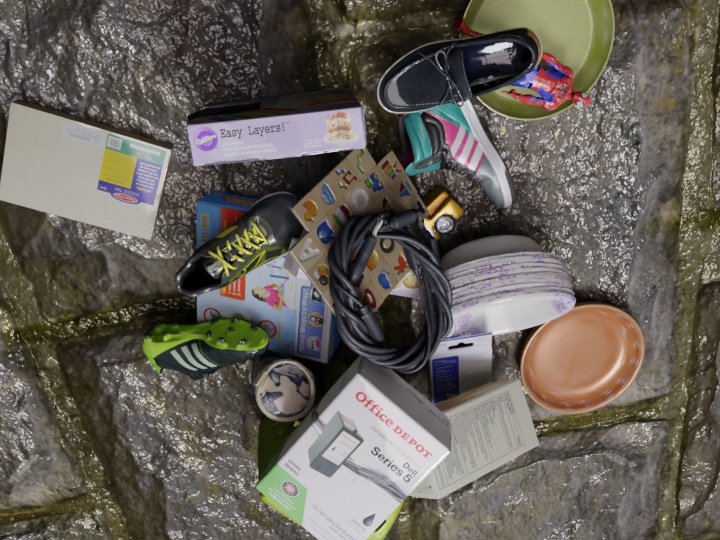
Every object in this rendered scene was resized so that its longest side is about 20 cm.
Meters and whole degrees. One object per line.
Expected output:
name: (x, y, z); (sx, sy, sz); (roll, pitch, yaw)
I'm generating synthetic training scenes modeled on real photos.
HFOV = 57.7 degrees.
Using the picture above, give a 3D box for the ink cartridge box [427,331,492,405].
ink cartridge box: (0.152, 0.164, 1.006); (0.094, 0.037, 0.200); (-8, 130, -1)

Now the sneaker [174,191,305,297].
sneaker: (-0.147, -0.021, 0.804); (0.200, 0.085, 0.075); (-35, 99, 25)

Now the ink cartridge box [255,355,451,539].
ink cartridge box: (-0.006, 0.224, 0.801); (0.145, 0.084, 0.200); (40, 104, -1)

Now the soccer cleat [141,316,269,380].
soccer cleat: (-0.206, 0.110, 0.891); (0.199, 0.068, 0.081); (-2, 120, 24)

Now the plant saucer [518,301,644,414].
plant saucer: (0.346, 0.135, 1.035); (0.199, 0.037, 0.201); (-2, 115, -5)

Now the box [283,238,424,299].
box: (0.000, 0.000, 0.823); (0.200, 0.039, 0.042); (12, 104, -37)

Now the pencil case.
pencil case: (-0.115, 0.155, 0.908); (0.089, 0.200, 0.078); (22, 83, -11)

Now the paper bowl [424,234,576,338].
paper bowl: (0.184, 0.021, 0.899); (0.200, 0.201, 0.105); (-6, 71, -3)

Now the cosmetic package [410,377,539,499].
cosmetic package: (0.147, 0.230, 0.913); (0.200, 0.071, 0.106); (-12, 85, -34)

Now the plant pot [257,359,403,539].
plant pot: (-0.022, 0.262, 0.973); (0.199, 0.200, 0.182); (37, 98, -19)

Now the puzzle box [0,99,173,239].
puzzle box: (-0.357, -0.128, 0.855); (0.199, 0.025, 0.133); (16, 111, -12)

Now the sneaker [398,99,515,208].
sneaker: (0.113, -0.146, 0.860); (0.121, 0.084, 0.200); (-32, 105, 3)

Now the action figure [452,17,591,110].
action figure: (0.201, -0.246, 0.814); (0.200, 0.052, 0.066); (18, 106, -15)

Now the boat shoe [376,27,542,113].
boat shoe: (0.112, -0.232, 0.763); (0.199, 0.062, 0.075); (-12, 114, 16)

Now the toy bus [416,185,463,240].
toy bus: (0.048, -0.041, 0.912); (0.078, 0.065, 0.200); (39, 105, -18)

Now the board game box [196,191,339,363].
board game box: (-0.121, 0.009, 0.887); (0.195, 0.056, 0.201); (12, 114, 12)

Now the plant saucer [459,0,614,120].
plant saucer: (0.221, -0.295, 0.835); (0.199, 0.031, 0.201); (-2, 114, -4)

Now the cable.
cable: (0.038, 0.030, 0.781); (0.163, 0.051, 0.201); (-14, 98, -37)

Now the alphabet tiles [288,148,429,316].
alphabet tiles: (0.005, -0.049, 0.793); (0.200, 0.006, 0.167); (-48, 116, -28)

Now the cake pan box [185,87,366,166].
cake pan box: (-0.100, -0.173, 0.774); (0.199, 0.184, 0.052); (-7, 110, -2)
